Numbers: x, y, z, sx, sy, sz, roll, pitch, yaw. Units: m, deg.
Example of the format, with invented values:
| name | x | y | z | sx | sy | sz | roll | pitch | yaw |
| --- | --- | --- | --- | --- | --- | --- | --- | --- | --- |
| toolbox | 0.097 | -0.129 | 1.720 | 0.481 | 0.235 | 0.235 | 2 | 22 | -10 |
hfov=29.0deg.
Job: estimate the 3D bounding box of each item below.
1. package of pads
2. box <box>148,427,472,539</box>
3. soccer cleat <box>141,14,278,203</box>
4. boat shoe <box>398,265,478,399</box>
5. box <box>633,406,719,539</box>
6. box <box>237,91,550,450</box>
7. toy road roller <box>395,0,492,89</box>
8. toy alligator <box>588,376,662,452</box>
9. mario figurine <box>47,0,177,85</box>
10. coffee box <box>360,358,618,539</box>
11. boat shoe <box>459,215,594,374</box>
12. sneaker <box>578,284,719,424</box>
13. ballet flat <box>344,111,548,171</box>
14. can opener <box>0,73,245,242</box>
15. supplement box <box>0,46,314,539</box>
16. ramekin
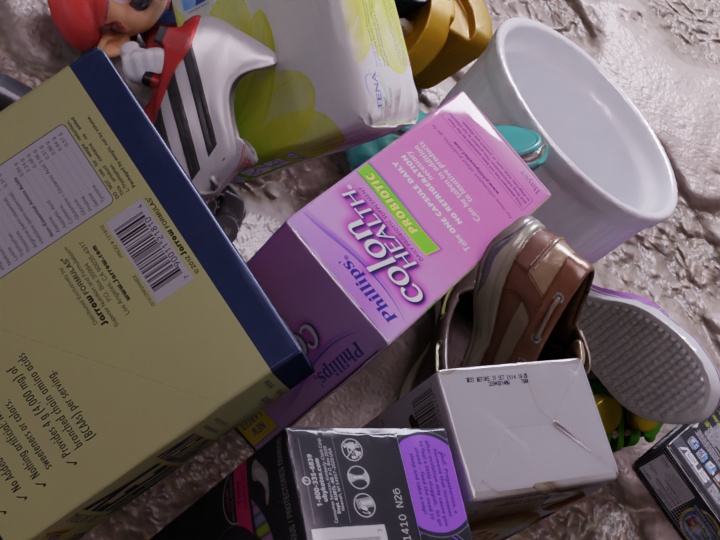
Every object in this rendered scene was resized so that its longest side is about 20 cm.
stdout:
| name | x | y | z | sx | sy | sz | roll | pitch | yaw |
| --- | --- | --- | --- | --- | --- | --- | --- | --- | --- |
| package of pads | -0.050 | -0.173 | 0.933 | 0.068 | 0.154 | 0.202 | -12 | 88 | -52 |
| box | -0.033 | 0.178 | 0.782 | 0.105 | 0.200 | 0.123 | 4 | 60 | -31 |
| soccer cleat | -0.113 | -0.063 | 0.899 | 0.084 | 0.202 | 0.069 | 17 | 8 | -3 |
| boat shoe | 0.087 | 0.038 | 1.043 | 0.072 | 0.060 | 0.201 | 35 | 49 | -10 |
| box | 0.330 | 0.195 | 1.120 | 0.160 | 0.044 | 0.201 | -29 | 81 | -42 |
| box | 0.000 | 0.000 | 0.931 | 0.097 | 0.176 | 0.200 | 48 | 48 | 1 |
| toy road roller | 0.031 | -0.238 | 1.142 | 0.145 | 0.122 | 0.202 | 26 | 52 | -36 |
| toy alligator | 0.209 | 0.113 | 1.083 | 0.198 | 0.059 | 0.055 | 0 | 103 | -30 |
| mario figurine | -0.130 | -0.192 | 1.006 | 0.199 | 0.107 | 0.123 | 7 | 25 | -39 |
| coffee box | 0.048 | 0.132 | 0.864 | 0.114 | 0.200 | 0.080 | -1 | 64 | -33 |
| boat shoe | 0.110 | 0.059 | 0.914 | 0.071 | 0.201 | 0.076 | 27 | 50 | 25 |
| sneaker | 0.223 | 0.056 | 1.059 | 0.114 | 0.073 | 0.200 | 9 | 18 | -34 |
| ballet flat | 0.062 | -0.079 | 1.033 | 0.067 | 0.199 | 0.071 | -25 | 120 | -37 |
| can opener | -0.170 | -0.073 | 0.959 | 0.199 | 0.054 | 0.067 | 28 | 18 | -16 |
| supplement box | -0.162 | 0.027 | 0.773 | 0.199 | 0.134 | 0.201 | -34 | 82 | -4 |
| ramekin | 0.151 | -0.094 | 1.114 | 0.200 | 0.098 | 0.201 | 31 | 35 | -25 |
